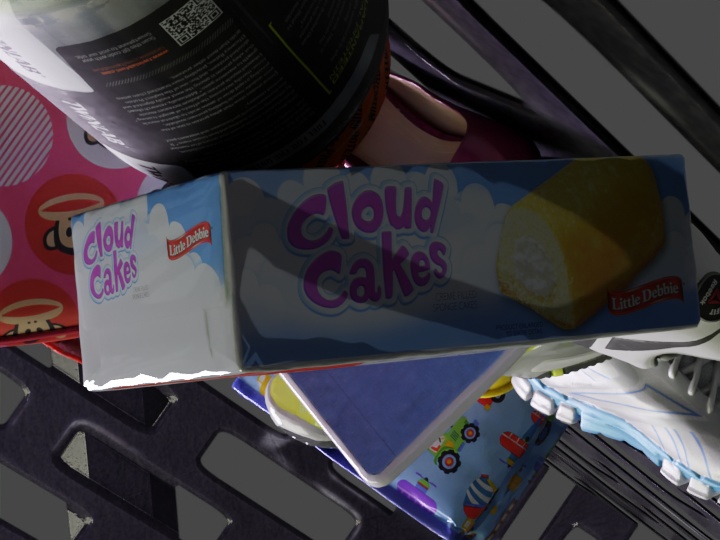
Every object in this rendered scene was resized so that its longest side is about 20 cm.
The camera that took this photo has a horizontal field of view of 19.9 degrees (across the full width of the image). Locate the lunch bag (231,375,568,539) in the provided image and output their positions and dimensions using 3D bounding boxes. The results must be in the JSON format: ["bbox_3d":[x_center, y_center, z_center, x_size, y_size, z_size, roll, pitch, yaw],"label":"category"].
[{"bbox_3d":[0.029,0.059,1.291,0.200,0.151,0.094,33,176,19],"label":"lunch bag"}]

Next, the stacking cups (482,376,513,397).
[{"bbox_3d":[0.066,0.000,1.129,0.060,0.061,0.200,34,158,21],"label":"stacking cups"}]

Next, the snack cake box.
[{"bbox_3d":[0.010,0.000,0.744,0.199,0.068,0.115,-4,178,-34],"label":"snack cake box"}]

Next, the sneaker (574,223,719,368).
[{"bbox_3d":[0.105,0.006,0.907,0.088,0.074,0.200,39,176,-21],"label":"sneaker"}]

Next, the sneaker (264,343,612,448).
[{"bbox_3d":[0.041,0.026,1.048,0.077,0.199,0.076,65,-177,-48],"label":"sneaker"}]

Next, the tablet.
[{"bbox_3d":[0.000,0.000,1.030,0.200,0.130,0.014,49,-174,35],"label":"tablet"}]

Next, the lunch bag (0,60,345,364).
[{"bbox_3d":[-0.104,-0.041,0.910,0.199,0.177,0.082,-7,-164,-9],"label":"lunch bag"}]

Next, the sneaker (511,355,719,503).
[{"bbox_3d":[0.164,0.056,1.085,0.199,0.075,0.087,21,139,27],"label":"sneaker"}]

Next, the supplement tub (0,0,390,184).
[{"bbox_3d":[-0.064,-0.103,0.687,0.122,0.123,0.200,33,175,26],"label":"supplement tub"}]

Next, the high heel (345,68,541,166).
[{"bbox_3d":[0.011,-0.059,0.936,0.096,0.068,0.200,25,-176,-24],"label":"high heel"}]
